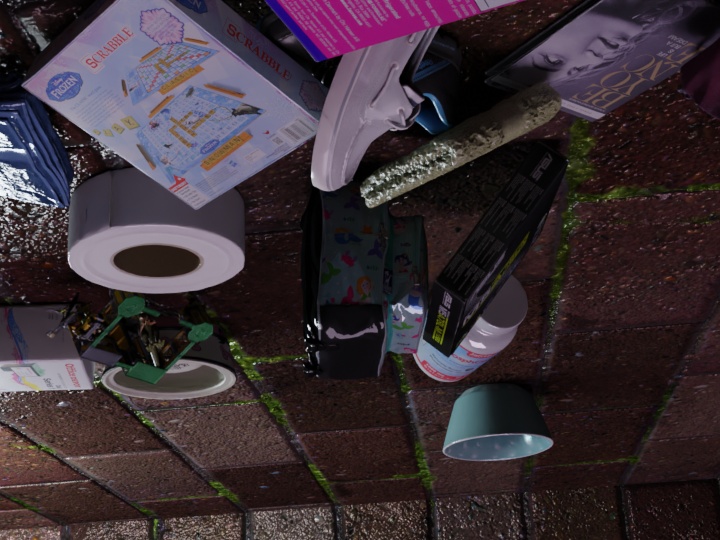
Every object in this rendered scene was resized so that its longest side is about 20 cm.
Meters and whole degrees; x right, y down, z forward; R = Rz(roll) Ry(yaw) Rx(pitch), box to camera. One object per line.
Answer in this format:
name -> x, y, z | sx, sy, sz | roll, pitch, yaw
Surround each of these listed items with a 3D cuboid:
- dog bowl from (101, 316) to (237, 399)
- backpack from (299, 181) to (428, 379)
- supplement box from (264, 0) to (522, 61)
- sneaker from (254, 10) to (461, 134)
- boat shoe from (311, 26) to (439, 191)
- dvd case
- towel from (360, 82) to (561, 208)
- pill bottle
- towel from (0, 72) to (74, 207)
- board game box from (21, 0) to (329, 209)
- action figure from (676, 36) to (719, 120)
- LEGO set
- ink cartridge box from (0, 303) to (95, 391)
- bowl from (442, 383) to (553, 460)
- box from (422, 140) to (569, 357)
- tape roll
dog bowl -> -0.281, 0.128, 1.730 | 0.197, 0.075, 0.201 | -3, 157, -1
backpack -> 0.000, 0.000, 1.282 | 0.148, 0.203, 0.178 | -6, 154, -5
supplement box -> 0.035, -0.237, 0.824 | 0.197, 0.103, 0.103 | -12, 156, 20
sneaker -> 0.003, -0.174, 1.004 | 0.197, 0.083, 0.073 | 8, 158, -24
boat shoe -> 0.020, -0.150, 0.944 | 0.068, 0.202, 0.072 | 26, -168, 10
dvd case -> 0.231, -0.199, 1.062 | 0.147, 0.016, 0.199 | 12, 154, -34
towel -> 0.089, -0.117, 1.115 | 0.147, 0.037, 0.199 | -29, -176, -26
pill bottle -> 0.150, 0.074, 1.606 | 0.107, 0.110, 0.200 | 4, 157, -18
towel -> -0.341, -0.123, 1.106 | 0.110, 0.049, 0.200 | 9, 160, 4
board game box -> -0.156, -0.154, 1.003 | 0.199, 0.042, 0.199 | 36, 140, -28
action figure -> 0.349, -0.202, 0.943 | 0.149, 0.133, 0.202 | -31, 151, -58
LEGO set -> -0.302, 0.053, 1.543 | 0.199, 0.116, 0.154 | 16, 122, -48
ink cartridge box -> -0.477, 0.111, 1.643 | 0.197, 0.085, 0.145 | -1, 158, -6
bowl -> 0.242, 0.269, 2.113 | 0.197, 0.107, 0.201 | -3, 159, -1
box -> 0.145, -0.018, 1.287 | 0.047, 0.201, 0.194 | 35, 162, 10
tape roll -> -0.229, -0.042, 1.318 | 0.199, 0.072, 0.203 | -2, 159, -1
